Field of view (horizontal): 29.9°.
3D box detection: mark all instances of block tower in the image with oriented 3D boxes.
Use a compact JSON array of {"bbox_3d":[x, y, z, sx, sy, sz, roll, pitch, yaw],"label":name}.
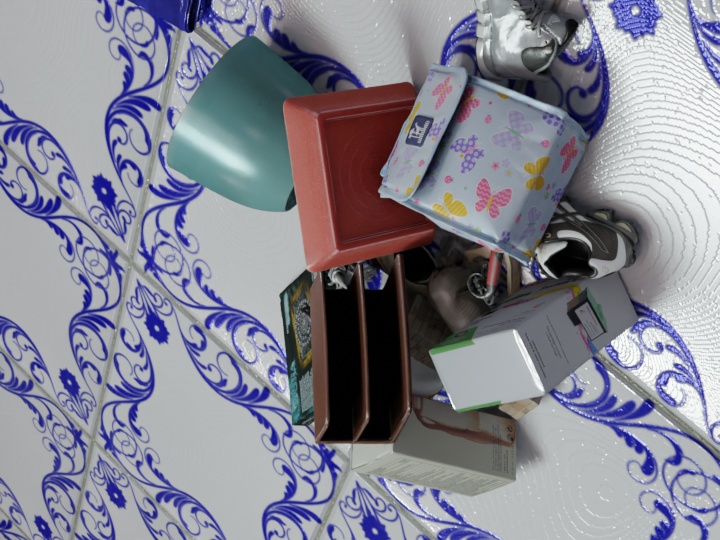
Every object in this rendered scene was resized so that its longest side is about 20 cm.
[{"bbox_3d":[0.134,0.109,1.690,0.199,0.054,0.058,32,142,-10],"label":"block tower"}]

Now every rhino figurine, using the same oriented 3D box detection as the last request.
[{"bbox_3d":[0.149,0.073,1.641,0.060,0.087,0.201,-28,96,49],"label":"rhino figurine"}]

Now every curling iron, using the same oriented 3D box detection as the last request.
[{"bbox_3d":[0.157,-0.061,1.559,0.049,0.025,0.202,13,94,59],"label":"curling iron"}]

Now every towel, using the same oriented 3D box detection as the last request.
[{"bbox_3d":[-0.280,-0.425,1.815,0.199,0.049,0.149,32,127,27],"label":"towel"}]

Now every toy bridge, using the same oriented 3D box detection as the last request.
[{"bbox_3d":[0.158,-0.026,1.653,0.067,0.027,0.201,-16,105,48],"label":"toy bridge"}]

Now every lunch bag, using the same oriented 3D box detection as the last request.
[{"bbox_3d":[0.124,-0.125,1.501,0.199,0.127,0.170,29,93,31],"label":"lunch bag"}]

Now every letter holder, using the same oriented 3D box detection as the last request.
[{"bbox_3d":[0.000,0.092,1.613,0.142,0.100,0.201,114,155,-65],"label":"letter holder"}]

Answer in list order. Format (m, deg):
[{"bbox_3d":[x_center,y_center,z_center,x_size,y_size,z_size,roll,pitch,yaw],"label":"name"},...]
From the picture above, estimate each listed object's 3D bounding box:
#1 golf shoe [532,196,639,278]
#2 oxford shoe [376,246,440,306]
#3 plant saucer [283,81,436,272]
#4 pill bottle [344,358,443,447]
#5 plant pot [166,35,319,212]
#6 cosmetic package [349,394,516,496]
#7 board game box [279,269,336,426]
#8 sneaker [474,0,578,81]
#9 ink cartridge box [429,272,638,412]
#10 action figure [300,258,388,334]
[{"bbox_3d":[0.215,-0.041,1.539,0.199,0.094,0.078,16,127,39],"label":"golf shoe"},{"bbox_3d":[0.080,0.024,1.696,0.200,0.070,0.075,51,176,-20],"label":"oxford shoe"},{"bbox_3d":[0.011,-0.113,1.577,0.037,0.199,0.201,1,101,52],"label":"plant saucer"},{"bbox_3d":[0.032,0.157,1.829,0.117,0.116,0.200,49,139,8],"label":"pill bottle"},{"bbox_3d":[-0.124,-0.170,1.719,0.160,0.201,0.201,35,137,5],"label":"plant pot"},{"bbox_3d":[0.095,0.226,1.745,0.103,0.199,0.088,-29,51,49],"label":"cosmetic package"},{"bbox_3d":[-0.066,0.101,1.870,0.135,0.028,0.201,-39,53,55],"label":"board game box"},{"bbox_3d":[0.179,-0.290,1.438,0.115,0.075,0.201,16,136,31],"label":"sneaker"},{"bbox_3d":[0.201,0.074,1.547,0.144,0.200,0.084,-19,98,49],"label":"ink cartridge box"},{"bbox_3d":[0.000,0.000,1.770,0.201,0.102,0.119,-65,28,4],"label":"action figure"}]
